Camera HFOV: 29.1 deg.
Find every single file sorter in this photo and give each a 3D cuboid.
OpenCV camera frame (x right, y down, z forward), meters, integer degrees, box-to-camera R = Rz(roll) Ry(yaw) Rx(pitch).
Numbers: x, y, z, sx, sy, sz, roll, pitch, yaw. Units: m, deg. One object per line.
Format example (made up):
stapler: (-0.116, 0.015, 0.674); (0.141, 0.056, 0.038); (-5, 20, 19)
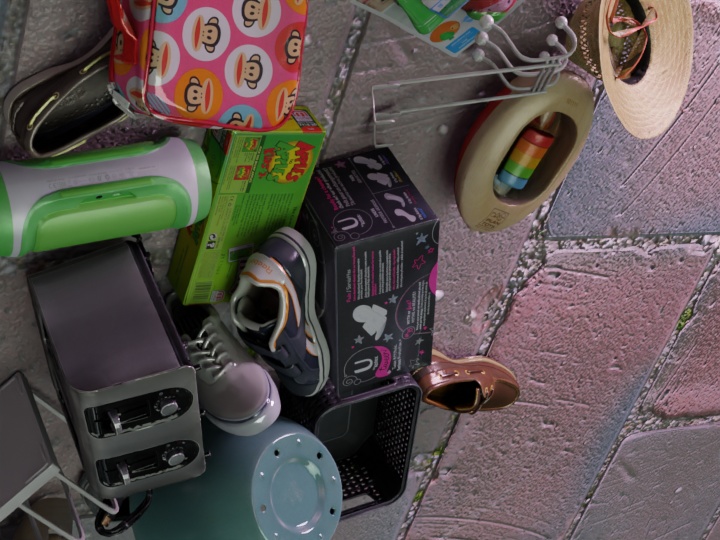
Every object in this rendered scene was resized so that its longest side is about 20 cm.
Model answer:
file sorter: (-0.355, 0.234, 1.367); (0.200, 0.139, 0.125); (-40, 134, 4)

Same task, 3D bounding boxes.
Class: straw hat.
straw hat: (0.255, -0.234, 1.407); (0.200, 0.084, 0.204); (-10, 103, -50)

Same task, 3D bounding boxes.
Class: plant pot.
plant pot: (-0.116, 0.238, 1.455); (0.199, 0.203, 0.160); (14, 162, -41)

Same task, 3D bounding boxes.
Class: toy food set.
toy food set: (-0.355, 0.358, 1.473); (0.060, 0.144, 0.201); (21, 115, -20)

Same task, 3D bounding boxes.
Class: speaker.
speaker: (-0.236, -0.066, 1.229); (0.198, 0.089, 0.089); (-11, 133, -26)

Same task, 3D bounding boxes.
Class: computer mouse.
computer mouse: (-0.218, 0.175, 1.412); (0.034, 0.058, 0.202); (99, 10, -65)

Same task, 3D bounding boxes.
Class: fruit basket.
fruit basket: (0.109, -0.271, 1.264); (0.185, 0.094, 0.199); (-37, 149, 22)

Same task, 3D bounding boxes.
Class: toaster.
toaster: (-0.228, 0.087, 1.306); (0.117, 0.201, 0.182); (-17, 143, -17)

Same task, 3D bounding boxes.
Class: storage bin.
storage bin: (-0.017, 0.185, 1.599); (0.134, 0.094, 0.202); (-14, 133, -24)

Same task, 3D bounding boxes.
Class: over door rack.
over door rack: (0.097, -0.185, 1.311); (0.198, 0.067, 0.148); (-19, 175, 1)

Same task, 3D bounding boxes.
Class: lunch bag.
lunch bag: (-0.129, -0.216, 1.127); (0.175, 0.082, 0.203); (3, 100, -38)

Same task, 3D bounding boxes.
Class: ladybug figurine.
ladybug figurine: (0.162, -0.130, 1.454); (0.135, 0.072, 0.201); (16, 116, -42)

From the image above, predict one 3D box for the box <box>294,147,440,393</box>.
box: (0.000, 0.000, 1.415); (0.114, 0.133, 0.202); (-15, 134, -18)

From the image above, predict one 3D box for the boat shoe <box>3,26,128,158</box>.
boat shoe: (-0.206, -0.163, 1.181); (0.199, 0.060, 0.072); (-31, 138, -8)

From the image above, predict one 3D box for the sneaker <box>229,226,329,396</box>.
sneaker: (-0.084, 0.057, 1.369); (0.079, 0.078, 0.202); (-40, 139, -36)

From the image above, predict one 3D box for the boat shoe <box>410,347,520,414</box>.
boat shoe: (0.124, 0.145, 1.678); (0.199, 0.068, 0.072); (16, 117, -42)

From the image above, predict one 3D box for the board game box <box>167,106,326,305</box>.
board game box: (-0.113, -0.062, 1.345); (0.101, 0.048, 0.202); (-3, 129, -33)

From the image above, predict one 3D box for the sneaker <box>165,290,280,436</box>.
sneaker: (-0.145, 0.088, 1.346); (0.073, 0.200, 0.071); (-38, 130, -10)

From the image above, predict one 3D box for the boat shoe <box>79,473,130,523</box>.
boat shoe: (-0.208, 0.243, 1.533); (0.199, 0.072, 0.071); (-5, 130, -31)
